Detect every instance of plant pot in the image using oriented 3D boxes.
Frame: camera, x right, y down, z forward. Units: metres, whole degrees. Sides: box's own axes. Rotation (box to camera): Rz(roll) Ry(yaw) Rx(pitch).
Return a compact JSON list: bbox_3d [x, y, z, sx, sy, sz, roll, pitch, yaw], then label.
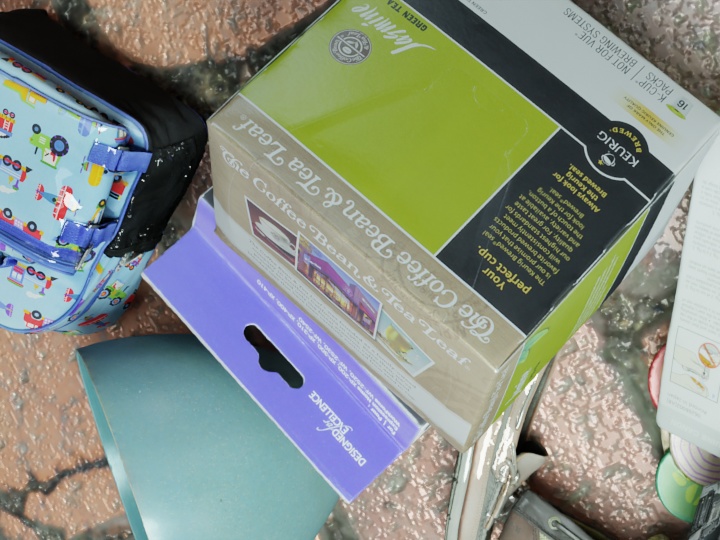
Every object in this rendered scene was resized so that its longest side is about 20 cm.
[{"bbox_3d":[-0.089,0.125,0.936,0.134,0.200,0.202,-19,97,-14],"label":"plant pot"}]

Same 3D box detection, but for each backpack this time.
[{"bbox_3d":[-0.220,-0.049,0.956,0.182,0.134,0.201,32,113,10],"label":"backpack"}]

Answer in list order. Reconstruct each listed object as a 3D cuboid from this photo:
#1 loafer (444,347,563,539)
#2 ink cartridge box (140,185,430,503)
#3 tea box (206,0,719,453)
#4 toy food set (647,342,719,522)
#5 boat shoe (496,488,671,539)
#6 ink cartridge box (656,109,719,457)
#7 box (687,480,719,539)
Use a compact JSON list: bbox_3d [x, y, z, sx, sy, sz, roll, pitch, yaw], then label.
[{"bbox_3d":[0.096,0.100,0.919,0.062,0.072,0.202,10,102,9],"label":"loafer"},{"bbox_3d":[0.000,0.000,0.870,0.200,0.043,0.198,-42,76,-12],"label":"ink cartridge box"},{"bbox_3d":[0.052,-0.050,0.792,0.200,0.134,0.197,41,69,14],"label":"tea box"},{"bbox_3d":[0.272,0.098,0.867,0.198,0.049,0.200,46,112,4],"label":"toy food set"},{"bbox_3d":[0.180,0.197,0.902,0.198,0.073,0.065,21,95,-2],"label":"boat shoe"},{"bbox_3d":[0.253,0.025,0.796,0.162,0.050,0.202,26,126,39],"label":"ink cartridge box"},{"bbox_3d":[0.238,0.238,0.793,0.157,0.050,0.201,25,70,-5],"label":"box"}]
